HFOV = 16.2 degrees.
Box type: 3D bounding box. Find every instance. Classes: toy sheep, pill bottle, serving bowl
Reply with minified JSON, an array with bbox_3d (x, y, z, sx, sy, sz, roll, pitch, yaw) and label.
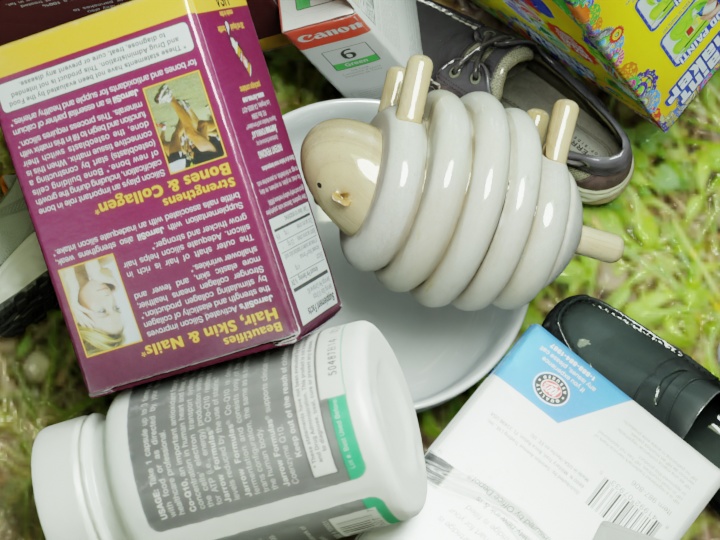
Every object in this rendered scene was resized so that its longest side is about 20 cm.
[{"bbox_3d":[0.060,-0.042,1.436,0.199,0.138,0.138,15,66,-11],"label":"toy sheep"},{"bbox_3d":[-0.073,0.106,1.395,0.199,0.113,0.113,-16,70,12],"label":"pill bottle"},{"bbox_3d":[0.000,0.000,1.511,0.199,0.066,0.201,4,69,-9],"label":"serving bowl"}]

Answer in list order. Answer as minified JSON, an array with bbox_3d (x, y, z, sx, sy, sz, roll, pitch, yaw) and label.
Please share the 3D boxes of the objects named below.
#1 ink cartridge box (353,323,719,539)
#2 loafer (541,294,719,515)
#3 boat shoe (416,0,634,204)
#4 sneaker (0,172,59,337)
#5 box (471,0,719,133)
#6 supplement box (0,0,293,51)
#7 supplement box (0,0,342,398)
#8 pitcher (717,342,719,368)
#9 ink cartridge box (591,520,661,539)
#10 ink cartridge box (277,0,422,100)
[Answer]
[{"bbox_3d":[0.090,0.156,1.456,0.145,0.084,0.200,39,67,6],"label":"ink cartridge box"},{"bbox_3d":[0.195,0.083,1.514,0.200,0.070,0.068,42,66,7],"label":"loafer"},{"bbox_3d":[0.088,-0.118,1.574,0.200,0.065,0.072,37,70,9],"label":"boat shoe"},{"bbox_3d":[-0.161,-0.048,1.497,0.200,0.074,0.079,-37,74,-21],"label":"sneaker"},{"bbox_3d":[0.120,-0.214,1.502,0.200,0.193,0.122,38,88,34],"label":"box"},{"bbox_3d":[-0.159,-0.206,1.455,0.197,0.200,0.133,-12,69,11],"label":"supplement box"},{"bbox_3d":[-0.107,-0.048,1.387,0.131,0.103,0.201,-16,94,16],"label":"supplement box"},{"bbox_3d":[0.308,0.105,1.468,0.171,0.121,0.200,1,44,-29],"label":"pitcher"},{"bbox_3d":[0.182,0.239,1.410,0.200,0.067,0.116,43,70,-42],"label":"ink cartridge box"},{"bbox_3d":[-0.019,-0.180,1.484,0.050,0.200,0.109,-13,68,17],"label":"ink cartridge box"}]
